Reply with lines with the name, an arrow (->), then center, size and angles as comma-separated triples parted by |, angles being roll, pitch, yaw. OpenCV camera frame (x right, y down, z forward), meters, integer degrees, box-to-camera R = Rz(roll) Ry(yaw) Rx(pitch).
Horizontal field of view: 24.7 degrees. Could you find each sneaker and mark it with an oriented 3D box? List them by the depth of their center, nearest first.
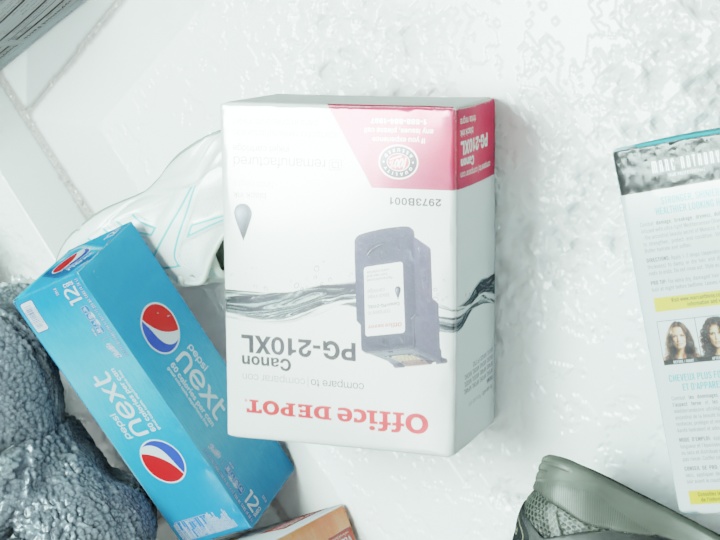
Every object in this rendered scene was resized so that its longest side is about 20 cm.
sneaker -> 0.166, 0.190, 0.886 | 0.199, 0.076, 0.115 | 24, 89, 18
sneaker -> -0.124, -0.017, 1.072 | 0.200, 0.070, 0.080 | -32, 84, 33

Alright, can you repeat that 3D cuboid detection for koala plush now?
koala plush -> -0.230, 0.110, 1.062 | 0.183, 0.177, 0.201 | -9, 97, 28

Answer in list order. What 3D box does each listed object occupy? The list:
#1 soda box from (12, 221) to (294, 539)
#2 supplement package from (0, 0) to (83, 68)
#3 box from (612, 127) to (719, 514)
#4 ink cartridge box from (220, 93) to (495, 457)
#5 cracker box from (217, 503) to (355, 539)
soda box -> -0.129, 0.075, 1.053 | 0.064, 0.068, 0.200 | -20, 109, 35
supplement package -> -0.313, -0.211, 1.081 | 0.150, 0.200, 0.152 | -30, 82, 35
box -> 0.197, 0.025, 0.873 | 0.082, 0.049, 0.201 | -8, 94, 35
ink cartridge box -> 0.000, 0.000, 0.965 | 0.144, 0.084, 0.201 | 3, 101, 20
cracker box -> -0.112, 0.215, 1.068 | 0.200, 0.134, 0.058 | -21, 88, 34
